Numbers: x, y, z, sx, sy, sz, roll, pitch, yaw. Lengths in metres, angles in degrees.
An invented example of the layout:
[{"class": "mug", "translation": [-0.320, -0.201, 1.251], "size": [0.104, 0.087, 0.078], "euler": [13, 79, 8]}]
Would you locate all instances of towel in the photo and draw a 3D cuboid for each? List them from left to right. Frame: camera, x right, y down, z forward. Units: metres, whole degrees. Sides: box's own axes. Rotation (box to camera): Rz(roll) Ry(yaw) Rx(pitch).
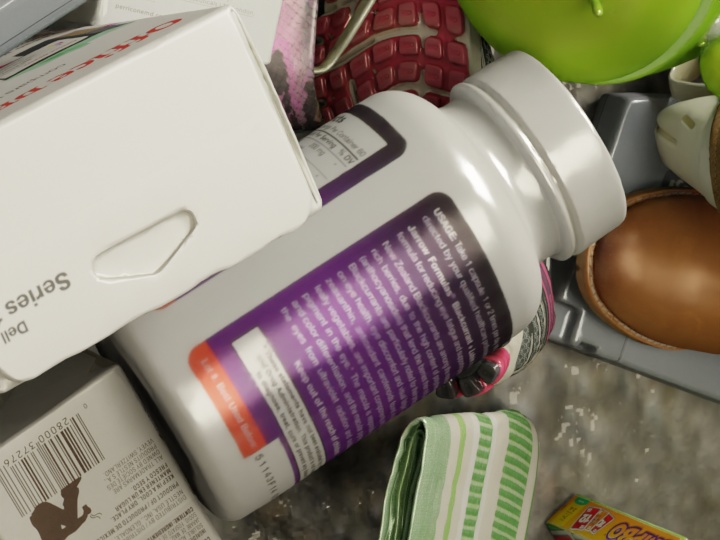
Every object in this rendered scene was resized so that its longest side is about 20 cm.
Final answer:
[{"class": "towel", "translation": [0.035, 0.132, 1.219], "size": [0.200, 0.023, 0.153], "euler": [3, 98, -73]}]

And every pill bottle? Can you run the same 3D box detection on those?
[{"class": "pill bottle", "translation": [0.000, 0.000, 1.132], "size": [0.200, 0.111, 0.112], "euler": [-33, 111, -11]}]

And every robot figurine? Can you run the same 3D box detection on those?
[{"class": "robot figurine", "translation": [0.108, -0.139, 1.200], "size": [0.116, 0.175, 0.200], "euler": [-55, 164, 24]}]

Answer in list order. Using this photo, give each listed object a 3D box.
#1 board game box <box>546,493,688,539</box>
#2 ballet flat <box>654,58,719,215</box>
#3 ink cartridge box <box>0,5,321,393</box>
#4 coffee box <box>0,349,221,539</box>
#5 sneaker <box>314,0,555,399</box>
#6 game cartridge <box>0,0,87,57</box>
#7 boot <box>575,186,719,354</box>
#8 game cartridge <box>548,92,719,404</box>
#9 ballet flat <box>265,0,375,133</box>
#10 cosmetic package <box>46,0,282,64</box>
[{"class": "board game box", "translation": [0.161, 0.193, 1.324], "size": [0.030, 0.095, 0.200], "euler": [-41, 113, -15]}, {"class": "ballet flat", "translation": [0.168, -0.075, 1.264], "size": [0.200, 0.072, 0.068], "euler": [-72, 154, -45]}, {"class": "ink cartridge box", "translation": [-0.132, -0.026, 1.049], "size": [0.145, 0.200, 0.084], "euler": [-31, 106, -29]}, {"class": "coffee box", "translation": [-0.100, 0.129, 1.168], "size": [0.080, 0.113, 0.200], "euler": [-35, 112, -18]}, {"class": "sneaker", "translation": [0.034, -0.049, 1.242], "size": [0.075, 0.080, 0.201], "euler": [-23, 107, -56]}, {"class": "game cartridge", "translation": [-0.197, -0.134, 1.051], "size": [0.133, 0.200, 0.041], "euler": [-33, 150, -22]}, {"class": "boot", "translation": [0.206, 0.020, 1.250], "size": [0.200, 0.155, 0.077], "euler": [23, 87, -28]}, {"class": "game cartridge", "translation": [0.177, -0.004, 1.339], "size": [0.200, 0.042, 0.133], "euler": [21, 83, -28]}, {"class": "ballet flat", "translation": [-0.015, -0.152, 1.193], "size": [0.071, 0.069, 0.201], "euler": [13, 95, -7]}, {"class": "cosmetic package", "translation": [-0.070, -0.187, 1.140], "size": [0.081, 0.113, 0.201], "euler": [10, 91, -29]}]
